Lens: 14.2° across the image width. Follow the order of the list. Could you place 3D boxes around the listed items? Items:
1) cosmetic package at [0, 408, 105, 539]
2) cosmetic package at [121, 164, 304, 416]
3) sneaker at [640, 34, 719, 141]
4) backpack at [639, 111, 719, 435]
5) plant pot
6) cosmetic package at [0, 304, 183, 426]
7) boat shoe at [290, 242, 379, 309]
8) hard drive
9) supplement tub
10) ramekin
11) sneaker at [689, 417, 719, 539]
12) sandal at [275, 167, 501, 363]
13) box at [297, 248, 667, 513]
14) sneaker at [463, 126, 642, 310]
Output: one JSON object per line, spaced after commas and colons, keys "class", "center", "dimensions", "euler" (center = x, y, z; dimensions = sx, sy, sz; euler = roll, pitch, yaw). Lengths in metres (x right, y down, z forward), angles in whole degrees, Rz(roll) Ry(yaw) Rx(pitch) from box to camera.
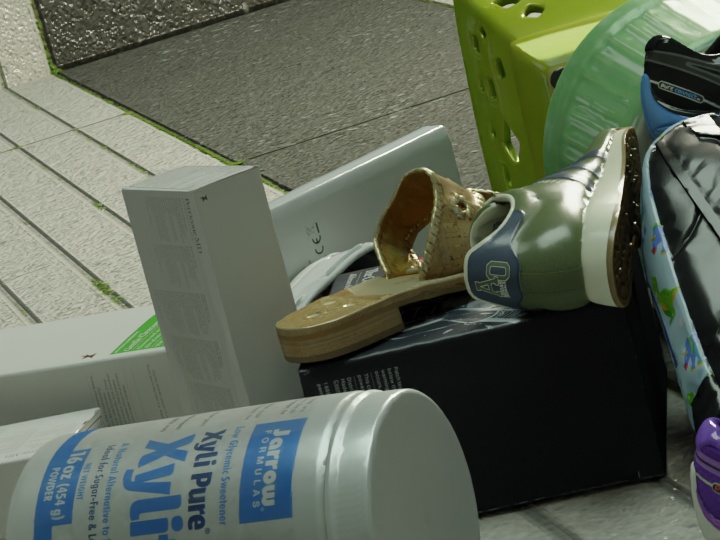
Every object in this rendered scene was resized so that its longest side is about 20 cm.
{"class": "cosmetic package", "center": [-0.252, 0.136, 1.737], "dimensions": [0.199, 0.051, 0.083], "euler": [-12, 11, 18]}
{"class": "cosmetic package", "center": [-0.069, 0.043, 1.612], "dimensions": [0.050, 0.201, 0.082], "euler": [-21, 14, -29]}
{"class": "sneaker", "center": [0.256, -0.125, 1.685], "dimensions": [0.198, 0.083, 0.071], "euler": [-11, 0, -15]}
{"class": "backpack", "center": [0.219, 0.001, 1.513], "dimensions": [0.162, 0.201, 0.154], "euler": [-19, -27, -5]}
{"class": "plant pot", "center": [0.189, -0.115, 2.005], "dimensions": [0.198, 0.201, 0.182], "euler": [-16, 19, -5]}
{"class": "cosmetic package", "center": [-0.167, 0.081, 1.831], "dimensions": [0.199, 0.085, 0.108], "euler": [-8, 17, 24]}
{"class": "boat shoe", "center": [-0.031, 0.051, 1.738], "dimensions": [0.068, 0.072, 0.200], "euler": [-34, 8, 44]}
{"class": "hard drive", "center": [0.000, 0.000, 1.863], "dimensions": [0.026, 0.133, 0.200], "euler": [-3, 18, 45]}
{"class": "supplement tub", "center": [-0.057, 0.131, 1.383], "dimensions": [0.199, 0.133, 0.132], "euler": [-11, 14, 25]}
{"class": "ramekin", "center": [0.222, -0.073, 1.786], "dimensions": [0.199, 0.201, 0.098], "euler": [-18, 21, -13]}
{"class": "sneaker", "center": [0.249, 0.083, 1.337], "dimensions": [0.199, 0.084, 0.081], "euler": [-12, 14, 12]}
{"class": "sandal", "center": [0.035, -0.019, 1.578], "dimensions": [0.211, 0.070, 0.077], "euler": [-26, 17, -37]}
{"class": "box", "center": [0.073, 0.055, 1.613], "dimensions": [0.181, 0.105, 0.200], "euler": [-12, 14, 9]}
{"class": "sneaker", "center": [0.102, -0.029, 1.543], "dimensions": [0.089, 0.068, 0.200], "euler": [-5, 18, 11]}
